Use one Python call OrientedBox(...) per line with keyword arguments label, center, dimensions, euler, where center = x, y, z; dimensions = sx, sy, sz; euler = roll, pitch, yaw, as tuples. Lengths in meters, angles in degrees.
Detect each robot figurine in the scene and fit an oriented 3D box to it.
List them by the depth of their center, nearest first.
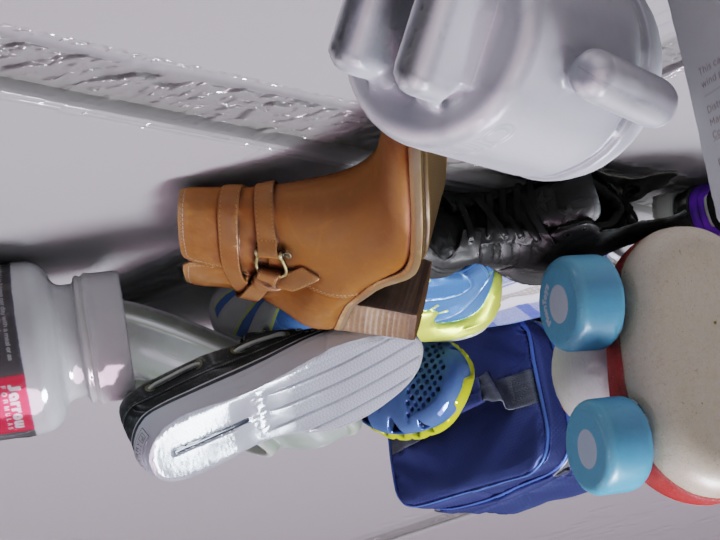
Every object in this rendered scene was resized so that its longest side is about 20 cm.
OrientedBox(label="robot figurine", center=(0.070, -0.106, 1.176), dimensions=(0.169, 0.114, 0.199), euler=(27, -170, 37))

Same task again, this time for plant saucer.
OrientedBox(label="plant saucer", center=(-0.097, 0.084, 1.668), dimensions=(0.199, 0.050, 0.200), euler=(22, 168, 5))

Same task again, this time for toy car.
OrientedBox(label="toy car", center=(0.188, 0.078, 1.623), dimensions=(0.183, 0.178, 0.200), euler=(-4, 166, -24))

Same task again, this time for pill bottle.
OrientedBox(label="pill bottle", center=(-0.245, 0.054, 1.539), dimensions=(0.199, 0.111, 0.111), euler=(-9, 164, -5))

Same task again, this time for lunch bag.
OrientedBox(label="lunch bag", center=(0.115, 0.115, 1.936), dimensions=(0.132, 0.137, 0.200), euler=(4, 159, -42))

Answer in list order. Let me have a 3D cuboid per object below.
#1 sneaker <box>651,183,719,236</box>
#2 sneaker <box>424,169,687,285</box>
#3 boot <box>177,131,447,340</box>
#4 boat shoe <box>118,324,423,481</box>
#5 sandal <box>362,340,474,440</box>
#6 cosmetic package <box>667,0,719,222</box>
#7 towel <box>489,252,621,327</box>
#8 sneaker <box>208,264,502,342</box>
OrientedBox(label="sneaker", center=(0.287, -0.023, 1.687), dimensions=(0.099, 0.070, 0.200), euler=(-22, 161, 29))
OrientedBox(label="sneaker", center=(0.109, -0.036, 1.555), dimensions=(0.199, 0.060, 0.104), euler=(8, 149, -44))
OrientedBox(label="boot", center=(-0.032, -0.034, 1.449), dimensions=(0.154, 0.074, 0.201), euler=(13, 138, 5))
OrientedBox(label="boat shoe", center=(-0.059, 0.065, 1.539), dimensions=(0.199, 0.071, 0.072), euler=(-17, 131, -22))
OrientedBox(label="sandal", center=(-0.010, 0.062, 1.695), dimensions=(0.199, 0.080, 0.087), euler=(12, 166, 40))
OrientedBox(label="cosmetic package", center=(0.275, -0.123, 1.149), dimensions=(0.199, 0.167, 0.167), euler=(-2, 162, -30))
OrientedBox(label="towel", center=(0.115, 0.008, 1.772), dimensions=(0.146, 0.024, 0.200), euler=(-15, 164, 20))
OrientedBox(label="sneaker", center=(0.000, 0.000, 1.618), dimensions=(0.199, 0.076, 0.105), euler=(-6, 146, -13))
